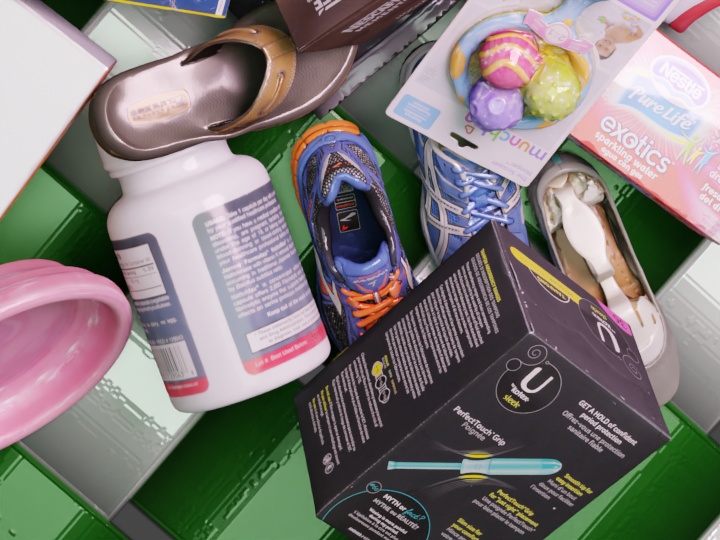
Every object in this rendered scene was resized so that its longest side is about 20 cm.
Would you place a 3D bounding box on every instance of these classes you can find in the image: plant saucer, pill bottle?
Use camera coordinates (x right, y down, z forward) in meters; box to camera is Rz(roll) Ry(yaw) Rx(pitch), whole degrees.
[{"bbox_3d":[-0.252,0.059,1.679,0.200,0.201,0.051,-35,67,2],"label":"plant saucer"},{"bbox_3d":[-0.107,-0.015,1.701,0.119,0.120,0.201,-19,98,0],"label":"pill bottle"}]

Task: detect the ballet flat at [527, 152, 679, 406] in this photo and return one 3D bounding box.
[{"bbox_3d":[0.172,0.012,1.746,0.067,0.064,0.201,-25,98,0],"label":"ballet flat"}]

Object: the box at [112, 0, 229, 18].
[{"bbox_3d":[-0.180,-0.220,1.616,0.199,0.064,0.071,7,112,-24],"label":"box"}]

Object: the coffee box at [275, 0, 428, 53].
[{"bbox_3d":[-0.021,-0.257,1.610,0.113,0.080,0.201,-30,81,34],"label":"coffee box"}]

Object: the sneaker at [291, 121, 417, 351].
[{"bbox_3d":[0.000,0.000,1.711,0.075,0.079,0.201,-21,112,0],"label":"sneaker"}]

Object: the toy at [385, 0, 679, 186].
[{"bbox_3d":[0.112,-0.134,1.605,0.115,0.047,0.200,27,125,-14],"label":"toy"}]

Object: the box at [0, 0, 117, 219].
[{"bbox_3d":[-0.264,-0.090,1.681,0.097,0.124,0.200,36,95,-7],"label":"box"}]

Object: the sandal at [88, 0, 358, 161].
[{"bbox_3d":[-0.085,-0.132,1.634,0.199,0.055,0.082,-20,84,-20],"label":"sandal"}]

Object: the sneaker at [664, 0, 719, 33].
[{"bbox_3d":[0.254,-0.259,1.711,0.112,0.071,0.200,39,101,-3],"label":"sneaker"}]

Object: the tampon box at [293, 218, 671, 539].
[{"bbox_3d":[0.079,0.098,1.671,0.200,0.127,0.150,-41,124,20],"label":"tampon box"}]

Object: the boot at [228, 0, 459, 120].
[{"bbox_3d":[-0.031,-0.233,1.709,0.165,0.066,0.200,-39,93,1],"label":"boot"}]

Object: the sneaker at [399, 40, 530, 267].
[{"bbox_3d":[0.073,-0.060,1.725,0.075,0.077,0.201,-20,99,-2],"label":"sneaker"}]

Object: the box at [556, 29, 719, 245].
[{"bbox_3d":[0.198,-0.112,1.713,0.199,0.100,0.096,36,94,-6],"label":"box"}]
